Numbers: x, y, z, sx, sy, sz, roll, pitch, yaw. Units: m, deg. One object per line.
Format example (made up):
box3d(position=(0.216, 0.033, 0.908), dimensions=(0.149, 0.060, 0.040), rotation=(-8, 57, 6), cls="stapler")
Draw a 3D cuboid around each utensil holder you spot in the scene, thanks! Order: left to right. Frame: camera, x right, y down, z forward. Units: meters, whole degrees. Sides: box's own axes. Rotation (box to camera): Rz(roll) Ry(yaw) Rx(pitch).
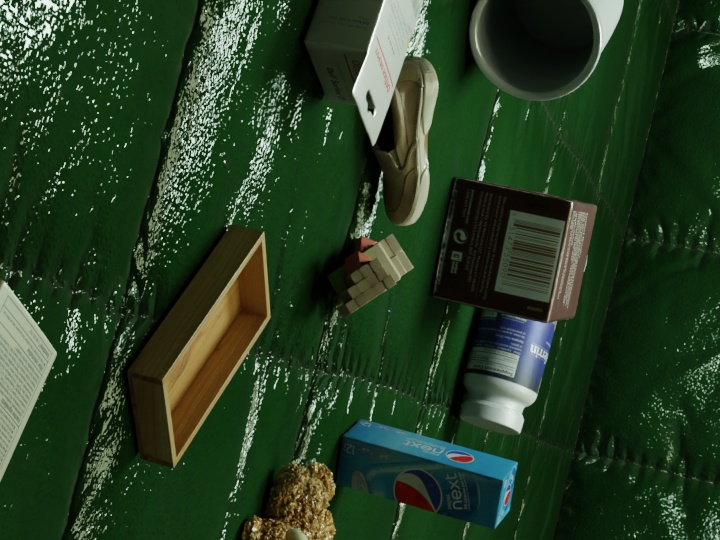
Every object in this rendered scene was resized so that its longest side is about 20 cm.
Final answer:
box3d(position=(0.247, -0.329, 2.098), dimensions=(0.200, 0.169, 0.171), rotation=(-50, 148, -59), cls="utensil holder")

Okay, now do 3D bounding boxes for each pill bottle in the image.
box3d(position=(0.218, 0.136, 2.421), dimensions=(0.116, 0.115, 0.201), rotation=(47, 58, -70), cls="pill bottle")

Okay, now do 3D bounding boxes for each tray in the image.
box3d(position=(-0.134, 0.061, 1.376), dimensions=(0.200, 0.037, 0.099), rotation=(-58, 155, -46), cls="tray")

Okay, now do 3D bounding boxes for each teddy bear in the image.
box3d(position=(-0.062, 0.273, 1.704), dimensions=(0.200, 0.066, 0.146), rotation=(19, 82, -73), cls="teddy bear")

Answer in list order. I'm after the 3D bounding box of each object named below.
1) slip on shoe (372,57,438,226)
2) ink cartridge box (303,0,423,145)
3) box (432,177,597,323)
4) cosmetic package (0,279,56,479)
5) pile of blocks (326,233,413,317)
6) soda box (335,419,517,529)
box3d(position=(0.038, -0.135, 1.757), dimensions=(0.060, 0.076, 0.201), rotation=(-14, 134, -26), cls="slip on shoe")
box3d(position=(0.003, -0.234, 1.549), dimensions=(0.117, 0.067, 0.201), rotation=(66, 39, -64), cls="ink cartridge box")
box3d(position=(0.212, -0.027, 2.199), dimensions=(0.200, 0.163, 0.167), rotation=(1, 101, -73), cls="box")
box3d(position=(-0.259, 0.106, 0.944), dimensions=(0.105, 0.071, 0.201), rotation=(74, 33, -59), cls="cosmetic package")
box3d(position=(0.000, 0.000, 1.750), dimensions=(0.062, 0.082, 0.200), rotation=(58, 12, 0), cls="pile of blocks")
box3d(position=(0.076, 0.236, 1.891), dimensions=(0.068, 0.199, 0.065), rotation=(-32, 132, -66), cls="soda box")
